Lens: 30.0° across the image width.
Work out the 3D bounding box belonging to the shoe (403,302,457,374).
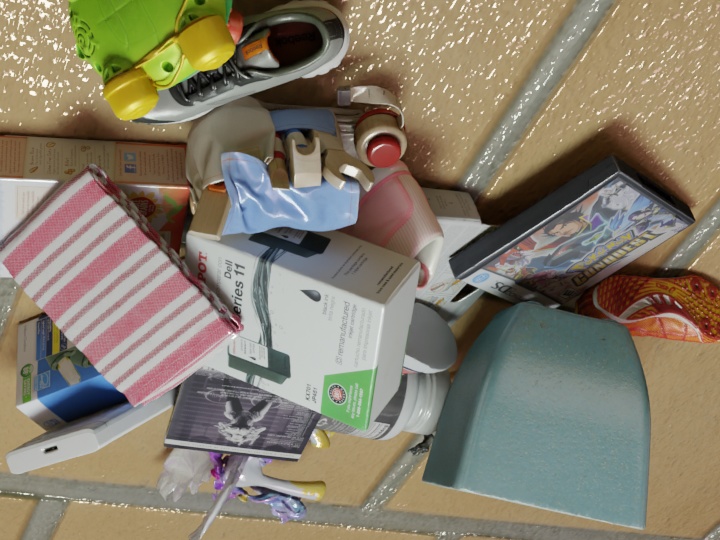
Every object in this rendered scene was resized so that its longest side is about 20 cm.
[{"bbox_3d":[0.008,0.078,1.366,0.091,0.072,0.199,-26,158,37],"label":"shoe"}]

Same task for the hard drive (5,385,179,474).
[{"bbox_3d":[-0.252,0.149,1.386,0.131,0.027,0.200,-19,-175,34],"label":"hard drive"}]

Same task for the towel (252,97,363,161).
[{"bbox_3d":[-0.070,-0.081,1.255,0.131,0.035,0.201,4,141,-15],"label":"towel"}]

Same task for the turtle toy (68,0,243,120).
[{"bbox_3d":[-0.136,-0.211,1.009,0.199,0.147,0.101,-27,178,22],"label":"turtle toy"}]

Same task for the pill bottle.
[{"bbox_3d":[-0.005,0.123,1.457,0.198,0.111,0.111,13,136,-26],"label":"pill bottle"}]

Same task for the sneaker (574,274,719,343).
[{"bbox_3d":[0.327,0.042,1.481,0.198,0.074,0.077,11,160,-20],"label":"sneaker"}]

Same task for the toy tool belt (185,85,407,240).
[{"bbox_3d":[-0.050,-0.075,1.136,0.198,0.124,0.126,-6,135,-8],"label":"toy tool belt"}]

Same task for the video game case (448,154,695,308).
[{"bbox_3d":[0.215,-0.029,1.354,0.199,0.026,0.180,-34,148,25],"label":"video game case"}]

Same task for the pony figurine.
[{"bbox_3d":[-0.137,0.221,1.545,0.199,0.166,0.194,24,99,-31],"label":"pony figurine"}]

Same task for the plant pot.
[{"bbox_3d":[0.188,0.143,1.385,0.194,0.202,0.196,12,172,-6],"label":"plant pot"}]

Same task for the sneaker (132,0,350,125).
[{"bbox_3d":[-0.106,-0.171,1.080,0.198,0.079,0.075,-19,98,4],"label":"sneaker"}]

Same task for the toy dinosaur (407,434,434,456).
[{"bbox_3d":[0.088,0.166,1.550,0.198,0.089,0.048,-9,156,0],"label":"toy dinosaur"}]

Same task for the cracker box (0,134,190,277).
[{"bbox_3d":[-0.261,-0.055,1.225,0.198,0.058,0.135,2,140,-15],"label":"cracker box"}]

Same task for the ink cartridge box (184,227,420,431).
[{"bbox_3d":[-0.059,0.035,1.211,0.198,0.083,0.148,20,126,18],"label":"ink cartridge box"}]

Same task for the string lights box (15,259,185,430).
[{"bbox_3d":[-0.246,0.076,1.353,0.198,0.103,0.059,-21,142,13],"label":"string lights box"}]

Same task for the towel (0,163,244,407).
[{"bbox_3d":[-0.215,0.017,1.190,0.146,0.030,0.200,-35,102,29],"label":"towel"}]

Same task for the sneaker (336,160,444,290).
[{"bbox_3d":[0.000,0.000,1.252,0.200,0.105,0.075,-46,163,30],"label":"sneaker"}]

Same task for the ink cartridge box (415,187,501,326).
[{"bbox_3d":[0.061,-0.003,1.372,0.172,0.044,0.200,3,142,-38],"label":"ink cartridge box"}]

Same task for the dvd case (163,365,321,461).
[{"bbox_3d":[-0.113,0.139,1.356,0.147,0.016,0.201,8,146,-12],"label":"dvd case"}]
